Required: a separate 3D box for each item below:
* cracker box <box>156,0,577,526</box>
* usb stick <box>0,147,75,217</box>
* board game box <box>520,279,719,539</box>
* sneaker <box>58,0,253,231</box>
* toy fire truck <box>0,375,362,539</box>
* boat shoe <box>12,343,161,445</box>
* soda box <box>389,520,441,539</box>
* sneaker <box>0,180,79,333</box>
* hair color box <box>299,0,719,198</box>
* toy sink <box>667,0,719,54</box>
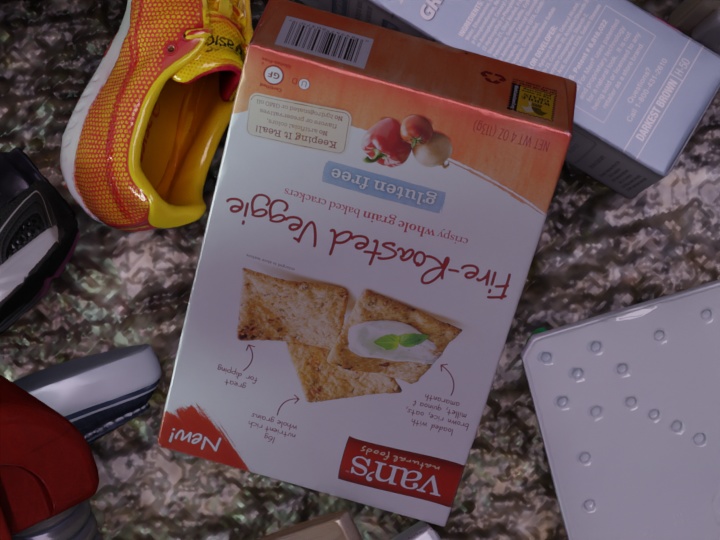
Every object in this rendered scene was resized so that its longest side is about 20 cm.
[{"bbox_3d":[0.000,0.000,0.880,0.134,0.058,0.200,15,120,0],"label":"cracker box"},{"bbox_3d":[-0.217,0.024,0.935,0.200,0.033,0.055,-41,81,-3],"label":"usb stick"},{"bbox_3d":[0.185,0.091,0.911,0.200,0.026,0.200,-16,107,-2],"label":"board game box"},{"bbox_3d":[-0.069,-0.113,0.896,0.077,0.073,0.200,8,88,42],"label":"sneaker"},{"bbox_3d":[-0.115,0.117,0.846,0.200,0.129,0.176,-27,117,-26],"label":"toy fire truck"},{"bbox_3d":[-0.167,0.108,0.917,0.200,0.071,0.091,-25,96,0],"label":"boat shoe"},{"bbox_3d":[-0.038,0.190,0.912,0.200,0.064,0.068,-31,88,-4],"label":"soda box"},{"bbox_3d":[-0.216,0.016,0.879,0.200,0.080,0.086,-35,89,-6],"label":"sneaker"},{"bbox_3d":[0.055,-0.111,0.915,0.200,0.099,0.061,31,86,1],"label":"hair color box"},{"bbox_3d":[0.206,-0.132,0.906,0.112,0.130,0.200,19,87,0],"label":"toy sink"}]
